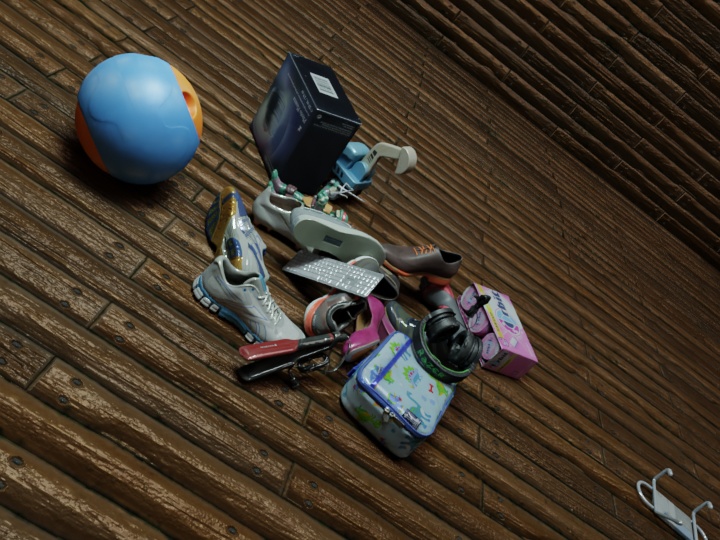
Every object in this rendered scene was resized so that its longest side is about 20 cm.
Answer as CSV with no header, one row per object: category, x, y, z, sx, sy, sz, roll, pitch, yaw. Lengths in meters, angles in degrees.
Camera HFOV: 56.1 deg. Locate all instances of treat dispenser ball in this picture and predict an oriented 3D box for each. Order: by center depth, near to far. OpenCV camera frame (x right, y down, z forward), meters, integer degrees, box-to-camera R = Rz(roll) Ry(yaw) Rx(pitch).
treat dispenser ball,-0.355,-0.242,1.089,0.198,0.202,0.203,27,33,-19

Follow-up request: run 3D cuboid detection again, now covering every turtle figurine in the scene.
turtle figurine,-0.089,-0.135,1.342,0.196,0.103,0.150,17,12,-8

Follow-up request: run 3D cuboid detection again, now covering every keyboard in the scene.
keyboard,-0.051,0.004,1.168,0.197,0.011,0.056,17,46,37

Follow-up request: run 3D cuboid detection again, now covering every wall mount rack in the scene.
wall mount rack,0.662,0.506,1.378,0.199,0.075,0.174,39,31,-1

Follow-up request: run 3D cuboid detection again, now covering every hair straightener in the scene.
hair straightener,-0.095,0.135,1.027,0.197,0.078,0.041,-12,32,-37

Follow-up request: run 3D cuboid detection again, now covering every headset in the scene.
headset,0.170,0.110,1.184,0.124,0.094,0.200,46,37,4

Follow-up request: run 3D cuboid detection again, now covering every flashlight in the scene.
flashlight,0.174,0.096,1.381,0.067,0.068,0.203,21,40,-36

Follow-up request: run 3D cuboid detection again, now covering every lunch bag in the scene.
lunch bag,0.064,0.197,1.112,0.160,0.083,0.200,42,30,8

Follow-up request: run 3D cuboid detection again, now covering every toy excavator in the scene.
toy excavator,0.005,-0.236,1.476,0.195,0.201,0.099,49,33,16

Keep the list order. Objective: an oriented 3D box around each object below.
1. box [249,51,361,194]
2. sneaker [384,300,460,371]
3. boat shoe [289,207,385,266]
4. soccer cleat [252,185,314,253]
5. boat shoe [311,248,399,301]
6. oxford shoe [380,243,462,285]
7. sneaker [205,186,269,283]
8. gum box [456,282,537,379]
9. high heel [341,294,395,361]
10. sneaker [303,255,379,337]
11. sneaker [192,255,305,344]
box,-0.123,-0.307,1.428,0.121,0.199,0.202,8,42,-38
sneaker,0.128,0.124,1.270,0.200,0.081,0.074,43,30,4
boat shoe,-0.040,-0.064,1.218,0.198,0.070,0.072,23,27,-30
soccer cleat,-0.111,-0.086,1.278,0.198,0.078,0.070,27,33,-21
boat shoe,0.000,0.000,1.285,0.197,0.075,0.074,21,23,-28
oxford shoe,0.116,-0.030,1.344,0.197,0.073,0.072,12,40,-34
sneaker,-0.207,-0.052,1.153,0.087,0.075,0.203,27,38,-43
gum box,0.291,0.124,1.463,0.112,0.066,0.202,21,35,-31
high heel,-0.001,0.092,1.174,0.097,0.067,0.199,54,28,8
sneaker,-0.011,0.051,1.159,0.200,0.081,0.078,-48,129,-36
sneaker,-0.160,0.052,1.043,0.198,0.087,0.075,35,29,-11
